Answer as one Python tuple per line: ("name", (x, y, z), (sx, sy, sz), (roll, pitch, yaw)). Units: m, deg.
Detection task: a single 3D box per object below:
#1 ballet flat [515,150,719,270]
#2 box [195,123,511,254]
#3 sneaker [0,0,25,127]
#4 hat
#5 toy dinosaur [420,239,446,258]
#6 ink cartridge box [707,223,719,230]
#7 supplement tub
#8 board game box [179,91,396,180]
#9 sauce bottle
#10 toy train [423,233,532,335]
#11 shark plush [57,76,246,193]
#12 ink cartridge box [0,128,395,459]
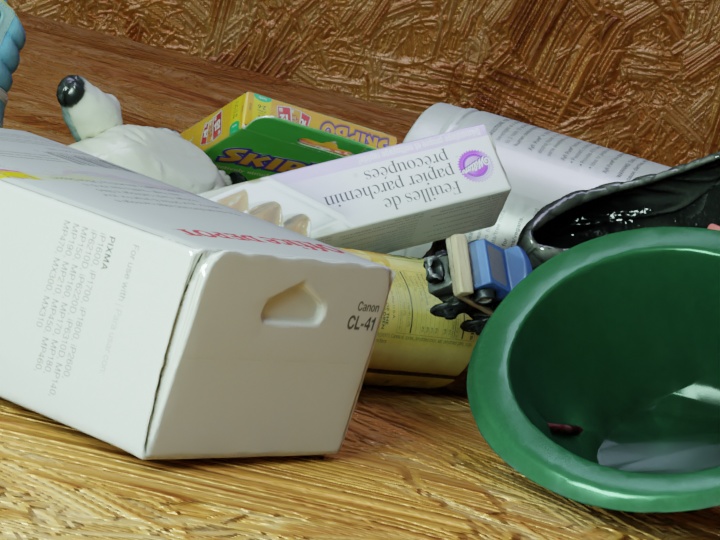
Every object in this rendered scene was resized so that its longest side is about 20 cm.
("ballet flat", (0.177, -0.029, 1.277), (0.200, 0.067, 0.057), (-19, -14, 3))
("box", (-0.028, -0.023, 1.190), (0.200, 0.039, 0.041), (-15, -23, -17))
("sneaker", (-0.249, -0.105, 1.344), (0.079, 0.131, 0.200), (19, 8, 15))
("hat", (0.142, 0.093, 1.132), (0.165, 0.176, 0.200), (17, 47, 25))
("toy dinosaur", (0.000, 0.000, 1.269), (0.200, 0.088, 0.048), (9, 43, -42))
("ink cartridge box", (0.236, 0.060, 1.200), (0.116, 0.068, 0.200), (46, -10, -32))
("supplement tub", (0.117, -0.006, 1.383), (0.200, 0.132, 0.132), (19, 8, 17))
("board game box", (-0.064, -0.052, 1.391), (0.095, 0.030, 0.200), (15, -20, -29))
("sauce bottle", (0.030, 0.027, 1.221), (0.066, 0.066, 0.200), (21, 7, 36))
("toy train", (0.092, 0.023, 1.209), (0.046, 0.034, 0.200), (-19, -25, 28))
("shark plush", (-0.118, -0.038, 1.289), (0.091, 0.083, 0.200), (54, 23, 14))
("ink cartridge box", (-0.111, 0.004, 0.991), (0.200, 0.086, 0.148), (22, 9, 30))
